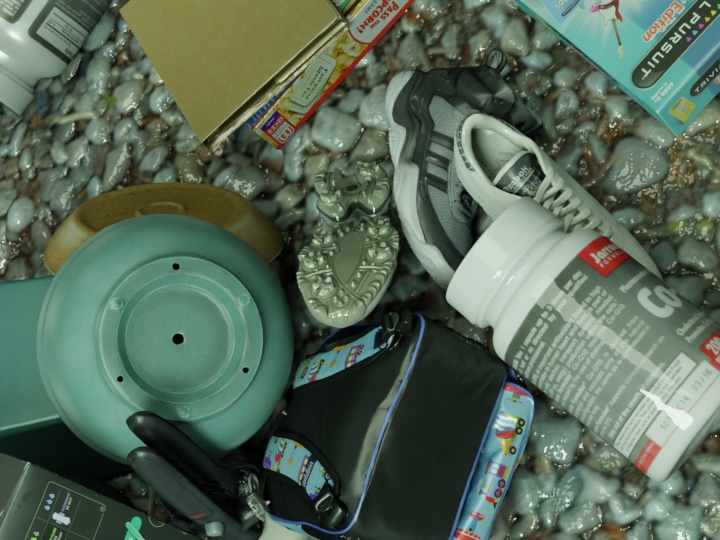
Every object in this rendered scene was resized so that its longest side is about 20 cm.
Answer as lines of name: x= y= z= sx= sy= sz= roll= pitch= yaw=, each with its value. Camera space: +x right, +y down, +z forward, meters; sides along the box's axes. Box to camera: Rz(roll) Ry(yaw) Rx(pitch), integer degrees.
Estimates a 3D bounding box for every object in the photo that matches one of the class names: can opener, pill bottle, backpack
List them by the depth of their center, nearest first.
pill bottle: x=0.166 y=0.044 z=1.286 sx=0.200 sy=0.114 sz=0.114 roll=39 pitch=92 yaw=14
can opener: x=-0.121 y=0.156 z=1.329 sx=0.079 sy=0.200 sz=0.063 roll=-20 pitch=64 yaw=7
backpack: x=0.015 y=0.128 z=1.369 sx=0.200 sy=0.134 sz=0.183 roll=-9 pitch=58 yaw=65
pill bottle: x=-0.307 y=-0.257 z=1.754 sx=0.116 sy=0.116 sz=0.200 roll=34 pitch=88 yaw=38

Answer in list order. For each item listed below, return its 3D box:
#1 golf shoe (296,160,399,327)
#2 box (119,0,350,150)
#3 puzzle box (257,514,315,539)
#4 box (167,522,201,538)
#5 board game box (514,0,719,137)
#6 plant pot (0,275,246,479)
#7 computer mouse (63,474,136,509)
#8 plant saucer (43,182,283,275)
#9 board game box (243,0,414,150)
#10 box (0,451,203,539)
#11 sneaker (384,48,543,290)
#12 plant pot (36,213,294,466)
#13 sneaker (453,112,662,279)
golf shoe: x=0.000 y=0.000 z=1.429 sx=0.078 sy=0.097 sz=0.200 roll=-5 pitch=32 yaw=10
box: x=-0.116 y=-0.222 z=1.619 sx=0.163 sy=0.021 sz=0.200 roll=-41 pitch=52 yaw=10
puzzle box: x=-0.026 y=0.268 z=1.363 sx=0.200 sy=0.025 sz=0.133 roll=19 pitch=67 yaw=27
box: x=-0.166 y=0.325 z=1.442 sx=0.158 sy=0.050 sz=0.200 roll=-37 pitch=54 yaw=13
board game box: x=0.229 y=-0.222 z=1.450 sx=0.151 sy=0.047 sz=0.200 roll=-47 pitch=52 yaw=5
plant pot: x=-0.201 y=0.083 z=1.526 sx=0.200 sy=0.141 sz=0.141 roll=-11 pitch=63 yaw=16
computer mouse: x=-0.264 y=0.200 z=1.529 sx=0.200 sy=0.139 sz=0.053 roll=-2 pitch=50 yaw=22
plant saucer: x=-0.164 y=-0.035 z=1.527 sx=0.200 sy=0.200 sz=0.035 roll=14 pitch=116 yaw=35
board game box: x=-0.056 y=-0.227 z=1.629 sx=0.200 sy=0.046 sz=0.152 roll=-47 pitch=52 yaw=5
box: x=-0.222 y=0.219 z=1.349 sx=0.148 sy=0.200 sz=0.124 roll=5 pitch=70 yaw=52
sneaker: x=0.087 y=-0.087 z=1.458 sx=0.114 sy=0.075 sz=0.200 roll=-20 pitch=60 yaw=22
plant pot: x=-0.139 y=0.052 z=1.372 sx=0.200 sy=0.134 sz=0.200 roll=1 pitch=87 yaw=-11
sneaker: x=0.143 y=-0.038 z=1.368 sx=0.200 sy=0.081 sz=0.076 roll=42 pitch=83 yaw=12
